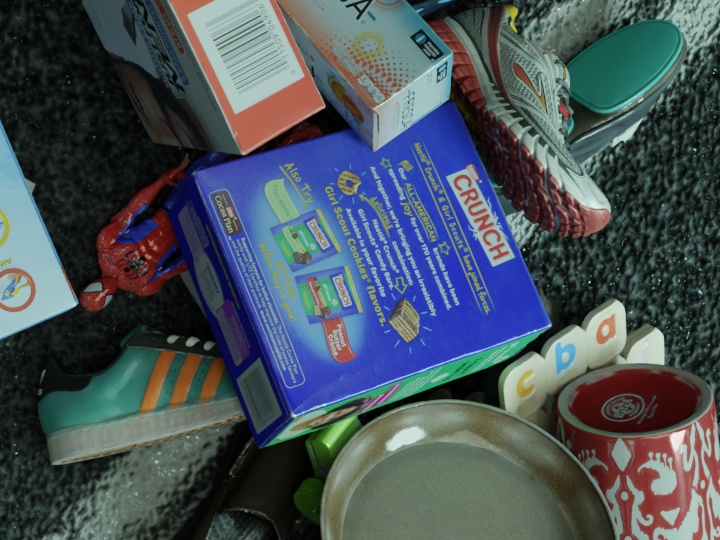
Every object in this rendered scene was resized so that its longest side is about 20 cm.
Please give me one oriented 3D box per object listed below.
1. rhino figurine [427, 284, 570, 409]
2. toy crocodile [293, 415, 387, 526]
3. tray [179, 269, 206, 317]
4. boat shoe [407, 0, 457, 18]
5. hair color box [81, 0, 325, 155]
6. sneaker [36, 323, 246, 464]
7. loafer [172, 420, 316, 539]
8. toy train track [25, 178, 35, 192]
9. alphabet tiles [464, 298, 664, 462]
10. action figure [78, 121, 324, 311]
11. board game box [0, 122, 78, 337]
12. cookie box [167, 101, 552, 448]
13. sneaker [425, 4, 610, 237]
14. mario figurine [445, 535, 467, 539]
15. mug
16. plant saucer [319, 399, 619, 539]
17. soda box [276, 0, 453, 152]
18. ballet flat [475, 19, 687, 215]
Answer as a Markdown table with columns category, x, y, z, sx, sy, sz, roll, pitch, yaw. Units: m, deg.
| category | x | y | z | sx | sy | sz | roll | pitch | yaw |
| --- | --- | --- | --- | --- | --- | --- | --- | --- | --- |
| rhino figurine | 0.095 | 0.111 | 1.184 | 0.087 | 0.060 | 0.200 | 34 | 86 | -38 |
| toy crocodile | 0.001 | 0.170 | 1.127 | 0.068 | 0.062 | 0.200 | -49 | 144 | -36 |
| tray | -0.017 | -0.010 | 1.143 | 0.200 | 0.022 | 0.108 | -33 | 97 | -14 |
| boat shoe | 0.077 | -0.220 | 1.136 | 0.200 | 0.069 | 0.084 | -42 | 108 | -11 |
| hair color box | -0.102 | -0.136 | 1.011 | 0.064 | 0.200 | 0.111 | -30 | 105 | -15 |
| sneaker | -0.118 | 0.068 | 1.086 | 0.199 | 0.071 | 0.080 | -14 | 82 | -5 |
| loafer | -0.064 | 0.160 | 1.127 | 0.073 | 0.071 | 0.200 | 33 | 84 | -20 |
| toy train track | -0.268 | 0.027 | 1.060 | 0.114 | 0.033 | 0.200 | 29 | 85 | -20 |
| alphabet tiles | 0.149 | 0.122 | 1.185 | 0.200 | 0.015 | 0.196 | -30 | 131 | -27 |
| action figure | -0.114 | -0.044 | 1.102 | 0.200 | 0.052 | 0.065 | -44 | 113 | -8 |
| board game box | -0.305 | -0.028 | 1.007 | 0.199 | 0.056 | 0.196 | -23 | 92 | -16 |
| cookie box | 0.000 | 0.000 | 1.064 | 0.199 | 0.075 | 0.172 | -17 | 78 | -27 |
| sneaker | 0.116 | -0.110 | 1.107 | 0.082 | 0.078 | 0.200 | -24 | 62 | -10 |
| mario figurine | 0.081 | 0.252 | 1.129 | 0.106 | 0.124 | 0.200 | -7 | 142 | 13 |
| mug | 0.195 | 0.169 | 1.171 | 0.133 | 0.178 | 0.201 | -10 | 114 | -4 |
| plant saucer | 0.069 | 0.175 | 1.047 | 0.199 | 0.032 | 0.201 | 8 | 52 | -10 |
| soda box | -0.027 | -0.177 | 1.057 | 0.068 | 0.064 | 0.200 | -36 | 73 | -12 |
| ballet flat | 0.155 | -0.106 | 1.184 | 0.200 | 0.073 | 0.073 | -39 | 107 | -14 |
